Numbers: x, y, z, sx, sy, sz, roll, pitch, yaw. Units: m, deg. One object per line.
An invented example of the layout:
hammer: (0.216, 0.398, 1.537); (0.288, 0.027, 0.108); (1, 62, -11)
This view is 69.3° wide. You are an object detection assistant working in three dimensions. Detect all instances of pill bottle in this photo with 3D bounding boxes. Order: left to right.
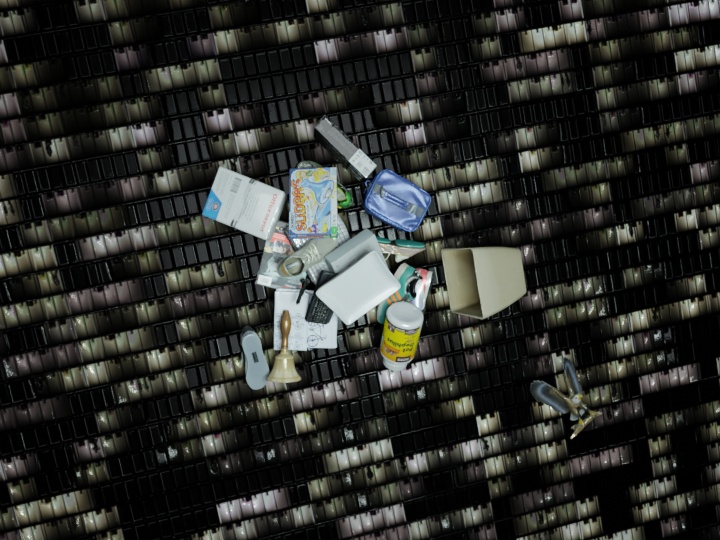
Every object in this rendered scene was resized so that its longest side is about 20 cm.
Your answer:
pill bottle: (0.117, 0.199, 1.533); (0.108, 0.110, 0.202); (3, 127, -6)

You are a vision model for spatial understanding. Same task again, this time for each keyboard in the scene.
keyboard: (-0.124, 0.077, 1.487); (0.126, 0.021, 0.201); (14, 128, -11)

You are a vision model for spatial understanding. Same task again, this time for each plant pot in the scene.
plant pot: (0.375, 0.019, 1.550); (0.175, 0.200, 0.202); (-11, 95, -16)

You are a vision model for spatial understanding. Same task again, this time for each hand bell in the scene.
hand bell: (-0.223, 0.219, 1.530); (0.103, 0.104, 0.203); (2, 90, -6)

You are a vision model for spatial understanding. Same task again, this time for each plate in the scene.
plate: (-0.005, 0.046, 1.461); (0.199, 0.032, 0.200); (-36, 138, 4)

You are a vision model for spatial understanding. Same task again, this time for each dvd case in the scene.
dvd case: (-0.221, -0.040, 1.557); (0.144, 0.022, 0.202); (13, 91, -7)

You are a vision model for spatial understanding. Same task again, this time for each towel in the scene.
towel: (-0.113, -0.076, 1.522); (0.165, 0.085, 0.201); (-32, 106, -18)

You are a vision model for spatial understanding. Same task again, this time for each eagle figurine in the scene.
eagle figurine: (0.657, 0.396, 1.647); (0.151, 0.151, 0.200); (-17, 59, -43)

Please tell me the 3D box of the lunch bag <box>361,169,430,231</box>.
lunch bag: (0.099, -0.207, 1.526); (0.198, 0.132, 0.137); (27, 90, -8)

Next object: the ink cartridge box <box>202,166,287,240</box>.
ink cartridge box: (-0.328, -0.189, 1.493); (0.198, 0.086, 0.148); (21, 91, -2)

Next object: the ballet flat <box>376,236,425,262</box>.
ballet flat: (0.096, -0.063, 1.577); (0.198, 0.068, 0.068); (9, 112, -2)

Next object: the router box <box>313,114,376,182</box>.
router box: (-0.048, -0.343, 1.493); (0.200, 0.149, 0.051); (44, 89, -8)

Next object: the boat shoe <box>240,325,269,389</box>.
boat shoe: (-0.320, 0.258, 1.541); (0.073, 0.068, 0.201); (-19, 120, -16)

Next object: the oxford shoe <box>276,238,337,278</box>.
oxford shoe: (-0.140, -0.042, 1.436); (0.199, 0.058, 0.076); (-34, 103, -21)

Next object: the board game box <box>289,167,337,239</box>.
board game box: (-0.131, -0.188, 1.452); (0.134, 0.035, 0.202); (-2, 73, -1)

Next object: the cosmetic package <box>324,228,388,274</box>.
cosmetic package: (0.000, 0.000, 1.511); (0.150, 0.052, 0.201); (-35, 131, -13)

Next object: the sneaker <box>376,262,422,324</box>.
sneaker: (0.117, 0.083, 1.551); (0.080, 0.071, 0.202); (32, 108, 26)

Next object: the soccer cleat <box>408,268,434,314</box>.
soccer cleat: (0.168, 0.093, 1.594); (0.072, 0.068, 0.202); (15, 93, 12)

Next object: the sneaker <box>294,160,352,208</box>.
sneaker: (-0.103, -0.257, 1.524); (0.199, 0.085, 0.078); (33, 90, -6)

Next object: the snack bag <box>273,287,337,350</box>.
snack bag: (-0.160, 0.151, 1.564); (0.197, 0.021, 0.191); (3, 100, -6)
